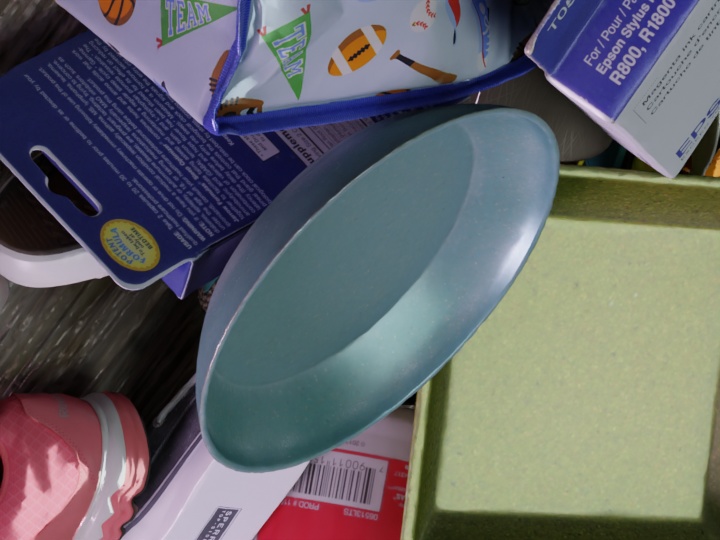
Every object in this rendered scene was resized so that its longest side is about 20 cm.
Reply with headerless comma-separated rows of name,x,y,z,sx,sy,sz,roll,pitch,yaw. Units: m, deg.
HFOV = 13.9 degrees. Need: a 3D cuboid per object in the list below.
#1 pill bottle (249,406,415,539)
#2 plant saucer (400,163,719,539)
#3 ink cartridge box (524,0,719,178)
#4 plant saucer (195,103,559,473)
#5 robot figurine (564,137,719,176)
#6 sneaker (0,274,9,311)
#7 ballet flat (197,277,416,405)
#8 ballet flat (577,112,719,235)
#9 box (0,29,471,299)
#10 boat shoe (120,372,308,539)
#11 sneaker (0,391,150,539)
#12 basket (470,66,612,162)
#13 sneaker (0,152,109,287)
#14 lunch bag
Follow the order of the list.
pill bottle,-0.014,0.166,1.441,0.112,0.112,0.201,20,78,-49
plant saucer,0.112,0.050,1.402,0.198,0.048,0.202,4,97,-21
ink cartridge box,0.159,-0.144,1.269,0.197,0.043,0.200,-56,164,3
plant saucer,0.000,0.000,1.260,0.199,0.036,0.200,-34,152,-21
robot figurine,0.176,-0.090,1.536,0.201,0.058,0.145,-55,140,0
sneaker,-0.236,0.033,1.224,0.200,0.071,0.080,-44,139,-23
ballet flat,-0.007,0.030,1.451,0.075,0.068,0.200,-41,139,20
ballet flat,0.131,-0.036,1.454,0.067,0.067,0.201,11,113,-28
box,-0.064,-0.065,1.258,0.199,0.121,0.032,-30,156,-35
boat shoe,-0.096,0.113,1.413,0.071,0.068,0.200,11,129,-37
sneaker,-0.172,0.142,1.373,0.086,0.074,0.201,12,104,-34
basket,0.098,-0.164,1.352,0.180,0.135,0.201,-58,170,-61
sneaker,-0.088,-0.020,1.304,0.200,0.073,0.085,-29,140,-44
lunch bag,-0.019,-0.148,1.224,0.199,0.170,0.124,-6,127,-40
